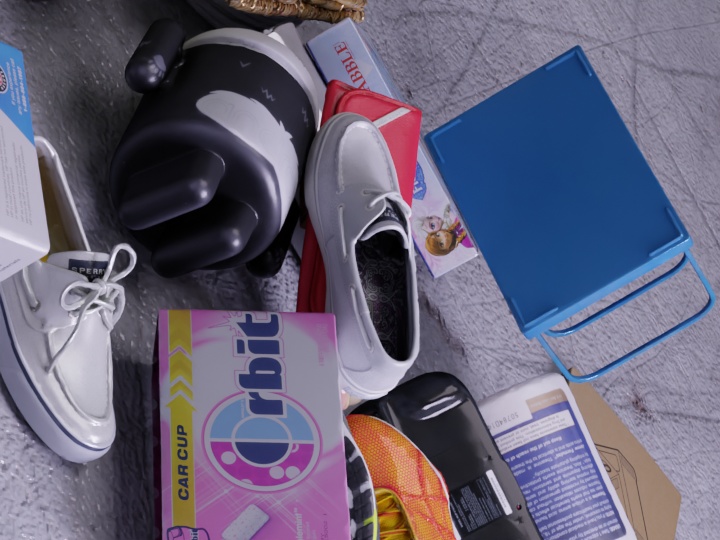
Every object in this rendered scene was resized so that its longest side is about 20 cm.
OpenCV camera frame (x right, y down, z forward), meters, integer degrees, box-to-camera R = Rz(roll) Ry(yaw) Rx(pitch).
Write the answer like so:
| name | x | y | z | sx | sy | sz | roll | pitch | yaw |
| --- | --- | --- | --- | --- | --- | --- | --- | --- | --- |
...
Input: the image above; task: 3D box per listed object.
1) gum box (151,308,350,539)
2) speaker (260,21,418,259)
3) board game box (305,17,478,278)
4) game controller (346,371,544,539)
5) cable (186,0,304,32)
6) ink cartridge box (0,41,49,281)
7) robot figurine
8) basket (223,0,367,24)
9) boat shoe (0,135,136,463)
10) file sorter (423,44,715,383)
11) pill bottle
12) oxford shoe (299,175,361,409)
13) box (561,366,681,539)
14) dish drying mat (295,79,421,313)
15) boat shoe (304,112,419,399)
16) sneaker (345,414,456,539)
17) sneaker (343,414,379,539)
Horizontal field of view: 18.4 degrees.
| name | x | y | z | sx | sy | sz | roll | pitch | yaw |
| --- | --- | --- | --- | --- | --- | --- | --- | --- | --- |
| gum box | -0.069 | 0.124 | 1.368 | 0.113 | 0.066 | 0.201 | 2 | 54 | -9 |
| speaker | -0.037 | -0.078 | 1.638 | 0.201 | 0.081 | 0.081 | 61 | 29 | 0 |
| board game box | 0.029 | -0.095 | 1.721 | 0.201 | 0.041 | 0.200 | 62 | 5 | 0 |
| game controller | 0.067 | 0.174 | 1.582 | 0.104 | 0.042 | 0.201 | -24 | 86 | -25 |
| cable | -0.097 | -0.274 | 1.722 | 0.200 | 0.069 | 0.201 | 8 | 58 | -55 |
| ink cartridge box | -0.280 | -0.083 | 1.251 | 0.200 | 0.084 | 0.145 | 25 | 45 | -48 |
| robot figurine | -0.099 | -0.080 | 1.502 | 0.124 | 0.151 | 0.200 | 14 | 38 | 3 |
| basket | -0.064 | -0.283 | 1.652 | 0.143 | 0.149 | 0.200 | 37 | 21 | 24 |
| boat shoe | -0.174 | 0.010 | 1.338 | 0.074 | 0.086 | 0.203 | 8 | 58 | -55 |
| file sorter | 0.164 | -0.037 | 1.686 | 0.123 | 0.138 | 0.200 | 48 | 14 | -53 |
| pill bottle | 0.140 | 0.187 | 1.658 | 0.111 | 0.111 | 0.201 | -7 | 71 | -59 |
| oxford shoe | 0.000 | 0.000 | 1.552 | 0.073 | 0.071 | 0.201 | 3 | 74 | -16 |
| box | 0.204 | 0.197 | 1.843 | 0.164 | 0.021 | 0.200 | 51 | 31 | -19 |
| dish drying mat | 0.000 | -0.035 | 1.521 | 0.077 | 0.018 | 0.201 | 20 | 59 | -23 |
| boat shoe | 0.007 | -0.019 | 1.464 | 0.072 | 0.068 | 0.201 | 14 | 63 | -26 |
| sneaker | 0.035 | 0.189 | 1.516 | 0.201 | 0.073 | 0.077 | 63 | 9 | 5 |
| sneaker | -0.026 | 0.127 | 1.470 | 0.081 | 0.074 | 0.201 | 55 | 15 | -54 |
